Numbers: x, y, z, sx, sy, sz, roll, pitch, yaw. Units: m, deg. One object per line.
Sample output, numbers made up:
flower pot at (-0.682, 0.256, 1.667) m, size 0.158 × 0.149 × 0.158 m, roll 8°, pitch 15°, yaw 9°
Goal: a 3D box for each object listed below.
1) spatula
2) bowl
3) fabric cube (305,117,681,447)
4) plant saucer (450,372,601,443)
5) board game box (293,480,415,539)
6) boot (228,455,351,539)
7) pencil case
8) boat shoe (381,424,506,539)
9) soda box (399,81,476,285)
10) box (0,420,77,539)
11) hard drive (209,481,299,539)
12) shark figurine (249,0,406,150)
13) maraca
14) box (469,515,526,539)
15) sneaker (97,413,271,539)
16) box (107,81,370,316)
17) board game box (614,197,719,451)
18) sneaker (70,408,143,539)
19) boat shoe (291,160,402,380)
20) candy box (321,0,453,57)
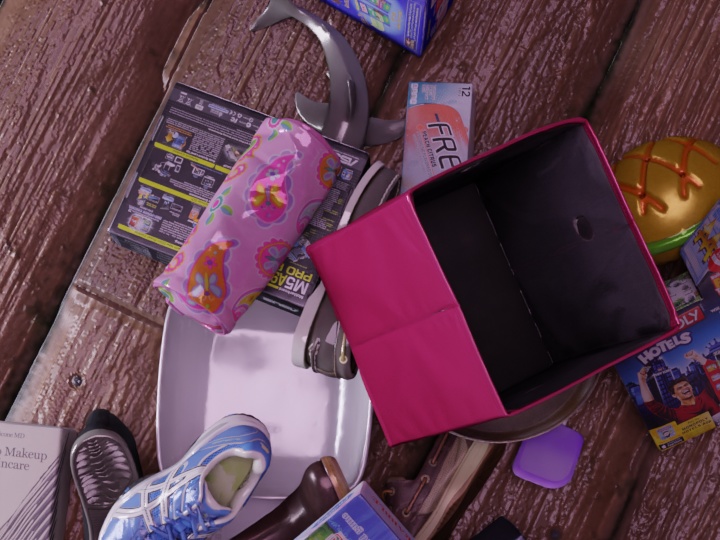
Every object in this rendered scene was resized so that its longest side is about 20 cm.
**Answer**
spatula at (0.203, 0.109, 1.618) m, size 0.056 × 0.021 × 0.201 m, roll 21°, pitch 83°, yaw 6°
bowl at (-0.085, 0.114, 1.597) m, size 0.199 × 0.075 × 0.201 m, roll 2°, pitch 81°, yaw 3°
fabric cube at (0.107, 0.013, 1.438) m, size 0.196 × 0.199 × 0.201 m, roll -24°, pitch 89°, yaw -28°
plant saucer at (0.129, 0.071, 1.598) m, size 0.199 × 0.032 × 0.201 m, roll -2°, pitch 66°, yaw 5°
board game box at (-0.008, 0.316, 1.437) m, size 0.199 × 0.041 × 0.200 m, roll -41°, pitch 92°, yaw 11°
boot at (-0.090, 0.250, 1.492) m, size 0.166 × 0.200 × 0.072 m, roll -13°, pitch 50°, yaw -19°
pencil case at (-0.098, -0.043, 1.509) m, size 0.087 × 0.087 × 0.200 m, roll 31°, pitch 77°, yaw 5°
boat shoe at (0.053, 0.218, 1.591) m, size 0.072 × 0.072 × 0.200 m, roll 34°, pitch 85°, yaw 19°
soda box at (0.071, -0.074, 1.605) m, size 0.063 × 0.068 × 0.201 m, roll 2°, pitch 74°, yaw 8°
box at (-0.320, 0.243, 1.593) m, size 0.082 × 0.068 × 0.201 m, roll 4°, pitch 84°, yaw 3°
hard drive at (-0.094, 0.265, 1.605) m, size 0.199 × 0.026 × 0.133 m, roll 2°, pitch 83°, yaw 2°
shark figurine at (-0.027, -0.185, 1.631) m, size 0.128 × 0.090 × 0.215 m, roll -16°, pitch 85°, yaw -2°
maraca at (0.264, -0.055, 1.590) m, size 0.199 × 0.137 × 0.107 m, roll -28°, pitch 120°, yaw 4°
box at (0.114, 0.363, 1.526) m, size 0.200 × 0.123 × 0.199 m, roll -37°, pitch 91°, yaw -3°
sneaker at (-0.157, 0.207, 1.500) m, size 0.076 × 0.077 × 0.200 m, roll 44°, pitch 87°, yaw -17°
box at (-0.110, -0.066, 1.579) m, size 0.199 × 0.044 × 0.161 m, roll 20°, pitch 76°, yaw 7°
board game box at (0.321, 0.041, 1.547) m, size 0.199 × 0.062 × 0.200 m, roll -26°, pitch 123°, yaw 9°
sneaker at (-0.218, 0.230, 1.588) m, size 0.074 × 0.106 × 0.201 m, roll -9°, pitch 102°, yaw -2°
boat shoe at (0.001, 0.001, 1.542) m, size 0.060 × 0.072 × 0.202 m, roll 18°, pitch 80°, yaw 17°
candy box at (-0.008, -0.302, 1.601) m, size 0.199 × 0.169 × 0.077 m, roll 30°, pitch 80°, yaw 5°
